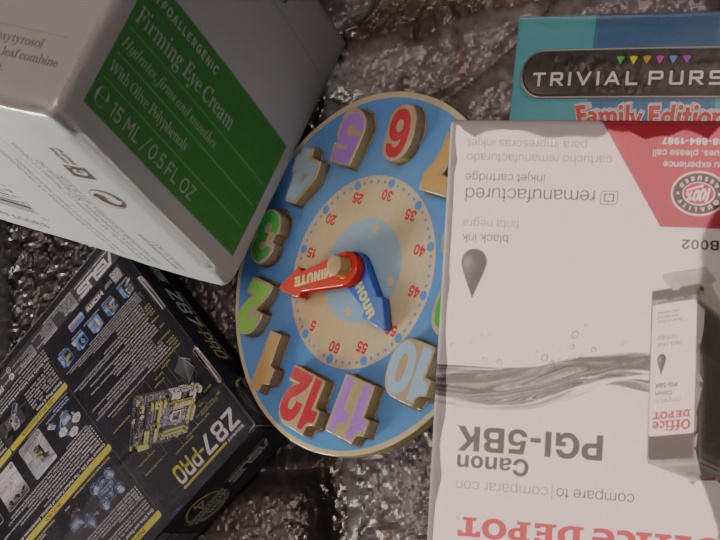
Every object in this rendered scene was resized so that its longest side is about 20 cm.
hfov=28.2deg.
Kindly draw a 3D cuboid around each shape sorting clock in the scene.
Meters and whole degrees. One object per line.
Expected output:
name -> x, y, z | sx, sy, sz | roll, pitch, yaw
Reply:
shape sorting clock -> 0.000, 0.000, 0.769 | 0.199, 0.039, 0.201 | -12, 72, 43

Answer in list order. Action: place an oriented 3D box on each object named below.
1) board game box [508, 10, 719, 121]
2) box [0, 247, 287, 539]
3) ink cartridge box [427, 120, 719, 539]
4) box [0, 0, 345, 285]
board game box -> 0.146, -0.026, 0.717 | 0.150, 0.047, 0.201 | 3, 84, 28
box -> -0.157, 0.104, 0.857 | 0.200, 0.049, 0.161 | -48, 62, 13
ink cartridge box -> 0.111, 0.039, 0.639 | 0.146, 0.083, 0.201 | 2, 84, 15
box -> -0.152, -0.124, 0.784 | 0.199, 0.199, 0.172 | 15, 72, 28
